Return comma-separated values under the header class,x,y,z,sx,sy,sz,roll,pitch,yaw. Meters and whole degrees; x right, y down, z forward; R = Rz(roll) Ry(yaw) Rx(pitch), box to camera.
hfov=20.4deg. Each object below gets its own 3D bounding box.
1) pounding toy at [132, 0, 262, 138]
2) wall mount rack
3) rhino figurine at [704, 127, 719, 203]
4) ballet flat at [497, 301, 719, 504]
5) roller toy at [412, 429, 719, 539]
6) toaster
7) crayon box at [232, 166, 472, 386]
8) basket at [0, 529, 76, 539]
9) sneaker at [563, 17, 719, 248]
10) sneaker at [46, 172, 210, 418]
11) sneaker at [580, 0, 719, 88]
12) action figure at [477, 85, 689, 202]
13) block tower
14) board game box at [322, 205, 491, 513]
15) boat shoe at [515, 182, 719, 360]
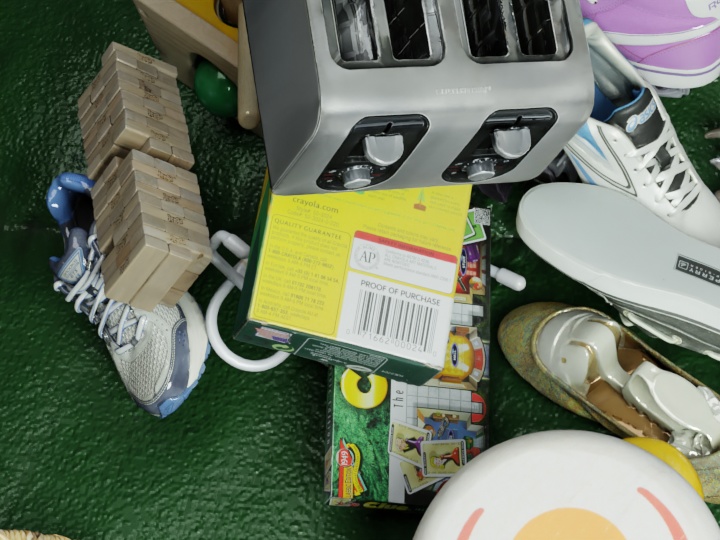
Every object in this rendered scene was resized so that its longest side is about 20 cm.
class,x,y,z,sx,sy,sz,roll,pitch,yaw
pounding toy,-0.056,-0.174,1.391,0.184,0.142,0.200,35,74,29
wall mount rack,0.000,0.000,1.315,0.174,0.075,0.200,43,68,-4
rhino figurine,0.292,-0.038,1.274,0.087,0.060,0.200,-40,56,-14
ballet flat,0.164,0.068,1.242,0.071,0.071,0.200,-45,60,-13
roller toy,0.116,0.192,1.138,0.181,0.140,0.201,-6,67,2
toaster,0.030,-0.151,1.189,0.180,0.119,0.201,-3,76,-21
crayon box,0.003,-0.041,1.243,0.126,0.051,0.201,15,70,-11
basket,-0.200,0.253,1.181,0.148,0.143,0.201,-15,58,6
sneaker,0.174,-0.074,1.265,0.072,0.072,0.200,-44,104,-19
sneaker,-0.166,0.013,1.334,0.077,0.085,0.201,-45,49,24
sneaker,0.137,-0.183,1.291,0.199,0.115,0.073,4,57,12
action figure,0.156,-0.129,1.358,0.130,0.070,0.200,22,65,30
block tower,-0.145,-0.062,1.332,0.058,0.054,0.201,-47,38,31
board game box,0.031,0.051,1.262,0.104,0.023,0.201,5,72,-13
boat shoe,0.184,0.012,1.245,0.199,0.064,0.071,25,50,8
